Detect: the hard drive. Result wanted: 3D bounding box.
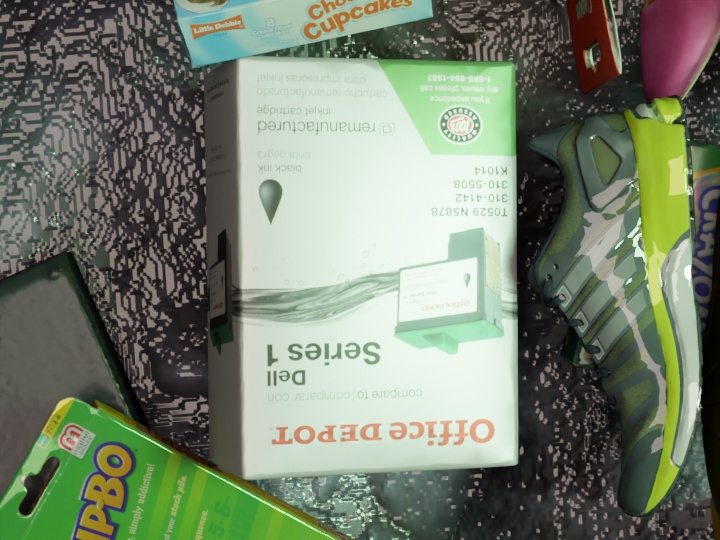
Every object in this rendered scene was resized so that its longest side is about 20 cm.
[{"bbox_3d":[-0.214,0.094,0.806,0.199,0.033,0.140,-24,91,0],"label":"hard drive"}]

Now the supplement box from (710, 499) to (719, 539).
[{"bbox_3d":[0.290,0.177,0.731,0.196,0.200,0.134,-7,91,-1],"label":"supplement box"}]

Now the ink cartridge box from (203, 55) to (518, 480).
[{"bbox_3d":[0.000,0.000,0.768,0.145,0.084,0.201,-2,90,-16],"label":"ink cartridge box"}]

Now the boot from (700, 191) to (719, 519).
[{"bbox_3d":[0.246,0.031,0.740,0.154,0.072,0.201,7,83,-1],"label":"boot"}]

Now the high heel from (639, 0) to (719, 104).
[{"bbox_3d":[0.145,-0.183,0.785,0.095,0.067,0.201,15,86,-11],"label":"high heel"}]

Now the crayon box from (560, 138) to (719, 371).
[{"bbox_3d":[0.217,0.010,0.802,0.199,0.052,0.126,13,91,-1],"label":"crayon box"}]

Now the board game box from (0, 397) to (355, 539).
[{"bbox_3d":[-0.088,0.147,0.789,0.199,0.030,0.096,31,90,-19],"label":"board game box"}]

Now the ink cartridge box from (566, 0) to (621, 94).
[{"bbox_3d":[0.077,-0.185,0.768,0.050,0.109,0.201,-12,91,-1],"label":"ink cartridge box"}]

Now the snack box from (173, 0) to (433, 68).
[{"bbox_3d":[-0.042,-0.192,0.750,0.116,0.037,0.201,-13,56,-1],"label":"snack box"}]

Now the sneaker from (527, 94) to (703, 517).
[{"bbox_3d":[0.123,0.018,0.749,0.080,0.074,0.201,-3,85,11],"label":"sneaker"}]
